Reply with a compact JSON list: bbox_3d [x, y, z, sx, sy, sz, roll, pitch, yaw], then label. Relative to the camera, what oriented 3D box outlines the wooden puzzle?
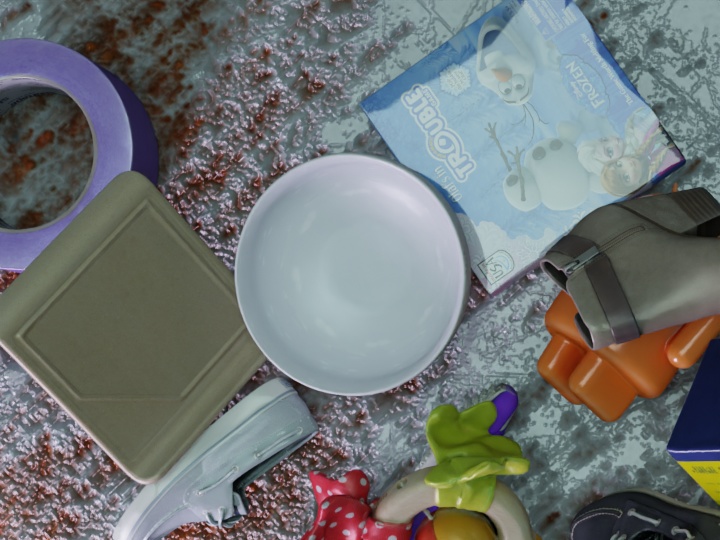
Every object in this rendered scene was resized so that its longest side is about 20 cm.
[{"bbox_3d":[-0.187,0.047,1.505,0.200,0.037,0.185,47,68,-16],"label":"wooden puzzle"}]

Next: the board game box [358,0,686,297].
[{"bbox_3d":[0.136,-0.115,1.527,0.199,0.043,0.200,-36,81,6],"label":"board game box"}]

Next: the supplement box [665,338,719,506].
[{"bbox_3d":[0.344,0.148,1.378,0.200,0.109,0.110,45,58,-28],"label":"supplement box"}]

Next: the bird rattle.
[{"bbox_3d":[0.055,0.205,1.428,0.200,0.113,0.163,-36,108,8],"label":"bird rattle"}]

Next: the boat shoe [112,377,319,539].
[{"bbox_3d":[-0.120,0.179,1.532,0.201,0.070,0.072,-42,75,1],"label":"boat shoe"}]

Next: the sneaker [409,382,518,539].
[{"bbox_3d":[0.088,0.191,1.505,0.099,0.070,0.200,35,96,3],"label":"sneaker"}]

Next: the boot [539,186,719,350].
[{"bbox_3d":[0.232,0.018,1.346,0.146,0.070,0.200,-27,43,-10],"label":"boot"}]

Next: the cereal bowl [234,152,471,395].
[{"bbox_3d":[0.000,0.000,1.511,0.200,0.083,0.200,2,97,15],"label":"cereal bowl"}]

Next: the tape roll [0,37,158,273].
[{"bbox_3d":[-0.282,-0.096,1.571,0.200,0.085,0.200,-1,86,10],"label":"tape roll"}]

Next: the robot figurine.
[{"bbox_3d":[0.226,0.021,1.463,0.117,0.144,0.200,37,84,-2],"label":"robot figurine"}]

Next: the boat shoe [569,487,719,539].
[{"bbox_3d":[0.221,0.214,1.421,0.063,0.200,0.073,-10,93,-33],"label":"boat shoe"}]
